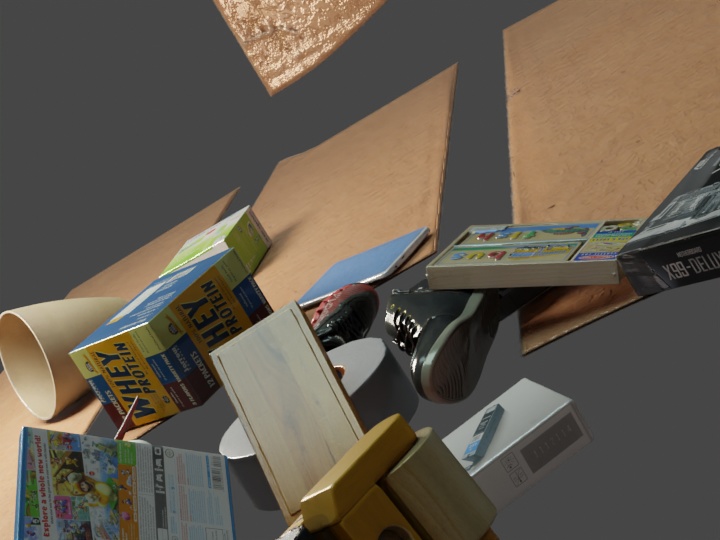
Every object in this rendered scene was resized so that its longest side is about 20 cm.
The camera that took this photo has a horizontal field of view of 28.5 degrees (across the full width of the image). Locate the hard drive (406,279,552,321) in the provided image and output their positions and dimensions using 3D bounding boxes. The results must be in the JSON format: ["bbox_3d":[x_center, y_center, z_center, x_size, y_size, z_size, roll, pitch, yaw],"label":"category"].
[{"bbox_3d":[0.132,0.017,1.552,0.139,0.038,0.200,-34,12,-5],"label":"hard drive"}]

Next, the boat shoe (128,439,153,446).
[{"bbox_3d":[-0.303,0.265,1.616,0.201,0.075,0.065,-32,18,22],"label":"boat shoe"}]

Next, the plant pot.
[{"bbox_3d":[-0.470,0.122,2.352,0.199,0.189,0.186,-24,6,-35],"label":"plant pot"}]

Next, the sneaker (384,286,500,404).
[{"bbox_3d":[0.062,0.072,1.368,0.105,0.076,0.200,-3,19,22],"label":"sneaker"}]

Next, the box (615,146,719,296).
[{"bbox_3d":[0.347,-0.062,1.298,0.157,0.050,0.200,-17,20,51],"label":"box"}]

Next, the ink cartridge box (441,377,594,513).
[{"bbox_3d":[0.069,0.162,1.152,0.199,0.045,0.176,-35,14,-11],"label":"ink cartridge box"}]

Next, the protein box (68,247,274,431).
[{"bbox_3d":[-0.257,0.096,1.971,0.197,0.136,0.200,-20,18,43],"label":"protein box"}]

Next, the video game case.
[{"bbox_3d":[-0.212,0.210,1.283,0.144,0.198,0.018,-103,31,-50],"label":"video game case"}]

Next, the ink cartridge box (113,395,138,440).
[{"bbox_3d":[-0.256,0.243,1.432,0.200,0.043,0.175,-83,17,-74],"label":"ink cartridge box"}]

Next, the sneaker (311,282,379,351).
[{"bbox_3d":[-0.029,0.082,1.626,0.097,0.071,0.200,-17,22,50],"label":"sneaker"}]

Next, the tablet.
[{"bbox_3d":[0.000,0.000,1.986,0.199,0.014,0.130,-22,17,43],"label":"tablet"}]

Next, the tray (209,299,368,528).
[{"bbox_3d":[-0.058,0.132,1.299,0.098,0.037,0.201,-31,55,2],"label":"tray"}]

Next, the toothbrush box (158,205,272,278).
[{"bbox_3d":[-0.254,-0.020,2.511,0.145,0.087,0.200,-28,12,18],"label":"toothbrush box"}]

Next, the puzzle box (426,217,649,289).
[{"bbox_3d":[0.178,-0.017,1.411,0.198,0.026,0.133,-2,19,26],"label":"puzzle box"}]

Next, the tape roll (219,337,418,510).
[{"bbox_3d":[-0.042,0.151,1.412,0.199,0.067,0.200,-32,13,8],"label":"tape roll"}]

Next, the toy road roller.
[{"bbox_3d":[-0.010,0.211,1.001,0.200,0.123,0.146,-42,5,-33],"label":"toy road roller"}]
